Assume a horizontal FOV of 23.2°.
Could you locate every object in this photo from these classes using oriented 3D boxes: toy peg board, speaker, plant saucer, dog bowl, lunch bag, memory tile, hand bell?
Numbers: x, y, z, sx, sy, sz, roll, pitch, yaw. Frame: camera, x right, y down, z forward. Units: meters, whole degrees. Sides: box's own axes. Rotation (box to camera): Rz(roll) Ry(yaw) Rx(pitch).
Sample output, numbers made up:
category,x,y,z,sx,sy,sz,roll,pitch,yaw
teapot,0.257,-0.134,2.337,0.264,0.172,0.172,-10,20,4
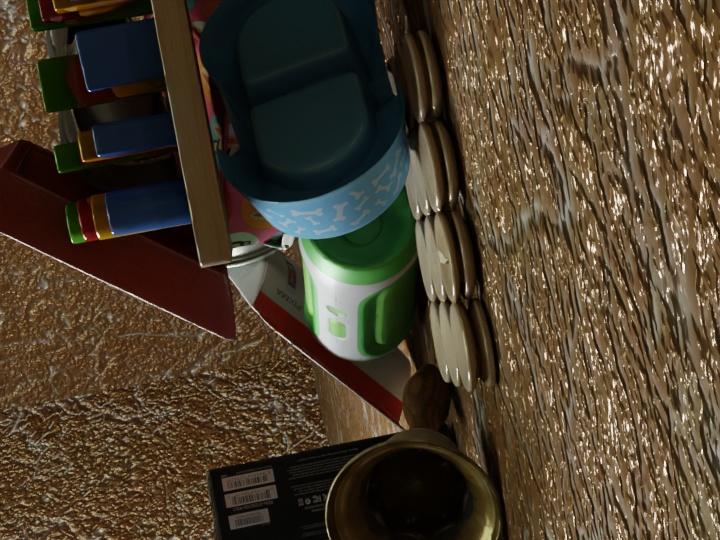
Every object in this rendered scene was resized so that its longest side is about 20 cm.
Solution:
category,x,y,z,sx,sy,sz,roll,pitch,yaw
toy peg board,-0.139,-0.097,1.012,0.199,0.098,0.200,-147,46,-85
speaker,0.000,0.000,1.221,0.200,0.088,0.089,91,168,-70
plant saucer,-0.170,-0.030,1.182,0.037,0.200,0.200,-62,11,7
dog bowl,-0.030,-0.100,1.035,0.050,0.111,0.200,64,-171,-48
lunch bag,-0.097,-0.107,1.215,0.200,0.082,0.176,-122,32,-47
memory tile,0.044,-0.032,1.000,0.153,0.017,0.200,151,109,-86
hand bell,0.039,0.110,1.112,0.200,0.104,0.104,-77,-21,-69

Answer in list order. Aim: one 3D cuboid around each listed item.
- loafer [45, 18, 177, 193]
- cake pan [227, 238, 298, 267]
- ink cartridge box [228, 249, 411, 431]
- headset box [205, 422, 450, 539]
category,x,y,z,sx,sy,sz,roll,pitch,yaw
loafer,-0.177,-0.131,1.204,0.071,0.073,0.200,103,148,-47
cake pan,-0.087,-0.094,1.414,0.037,0.200,0.200,48,-161,-42
ink cartridge box,-0.022,0.049,1.383,0.162,0.050,0.200,39,179,-21
headset box,-0.017,0.187,1.287,0.200,0.174,0.093,98,161,-75
